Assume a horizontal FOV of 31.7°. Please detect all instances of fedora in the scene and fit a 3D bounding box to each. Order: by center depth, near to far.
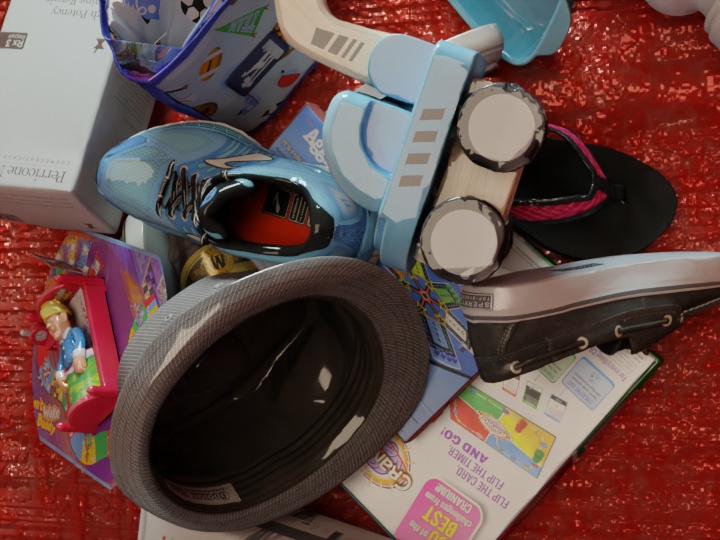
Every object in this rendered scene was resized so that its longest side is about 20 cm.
[{"bbox_3d":[-0.066,0.060,0.761,0.199,0.177,0.090,-36,41,-10],"label":"fedora"}]

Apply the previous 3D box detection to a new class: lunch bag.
[{"bbox_3d":[-0.087,-0.199,0.832,0.123,0.170,0.202,12,87,18],"label":"lunch bag"}]

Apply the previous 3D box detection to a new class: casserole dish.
[{"bbox_3d":[0.079,-0.224,0.814,0.039,0.121,0.200,-29,71,-24],"label":"casserole dish"}]

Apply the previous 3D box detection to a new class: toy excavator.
[{"bbox_3d":[0.012,-0.107,0.721,0.199,0.100,0.196,19,99,7],"label":"toy excavator"}]

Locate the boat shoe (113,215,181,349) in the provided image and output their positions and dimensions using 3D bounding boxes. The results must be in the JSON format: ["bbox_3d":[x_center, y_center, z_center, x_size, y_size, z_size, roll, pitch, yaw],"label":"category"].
[{"bbox_3d":[-0.152,0.058,0.881,0.063,0.071,0.202,-9,84,17],"label":"boat shoe"}]

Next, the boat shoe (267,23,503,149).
[{"bbox_3d":[0.016,-0.089,0.841,0.199,0.072,0.069,-31,90,12],"label":"boat shoe"}]

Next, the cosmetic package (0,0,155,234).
[{"bbox_3d":[-0.201,-0.134,0.891,0.101,0.074,0.202,5,70,20],"label":"cosmetic package"}]

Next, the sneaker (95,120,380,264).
[{"bbox_3d":[-0.083,-0.050,0.782,0.199,0.090,0.079,12,97,23],"label":"sneaker"}]

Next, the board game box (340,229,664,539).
[{"bbox_3d":[0.071,0.081,0.818,0.153,0.040,0.200,44,99,17],"label":"board game box"}]

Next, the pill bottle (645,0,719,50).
[{"bbox_3d":[0.198,-0.226,0.761,0.119,0.119,0.200,-40,75,11],"label":"pill bottle"}]

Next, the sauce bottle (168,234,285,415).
[{"bbox_3d":[-0.093,0.009,0.868,0.066,0.066,0.201,-30,77,14],"label":"sauce bottle"}]

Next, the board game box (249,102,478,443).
[{"bbox_3d":[0.000,0.000,0.807,0.103,0.019,0.200,-46,75,20],"label":"board game box"}]

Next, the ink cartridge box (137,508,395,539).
[{"bbox_3d":[-0.047,0.232,0.801,0.199,0.085,0.147,13,99,28],"label":"ink cartridge box"}]

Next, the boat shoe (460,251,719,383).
[{"bbox_3d":[0.147,0.023,0.744,0.198,0.069,0.057,-8,96,-25],"label":"boat shoe"}]

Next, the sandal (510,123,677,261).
[{"bbox_3d":[0.104,-0.060,0.782,0.199,0.045,0.076,19,76,-6],"label":"sandal"}]

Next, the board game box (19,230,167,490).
[{"bbox_3d":[-0.197,0.054,0.860,0.199,0.039,0.159,17,97,52],"label":"board game box"}]
